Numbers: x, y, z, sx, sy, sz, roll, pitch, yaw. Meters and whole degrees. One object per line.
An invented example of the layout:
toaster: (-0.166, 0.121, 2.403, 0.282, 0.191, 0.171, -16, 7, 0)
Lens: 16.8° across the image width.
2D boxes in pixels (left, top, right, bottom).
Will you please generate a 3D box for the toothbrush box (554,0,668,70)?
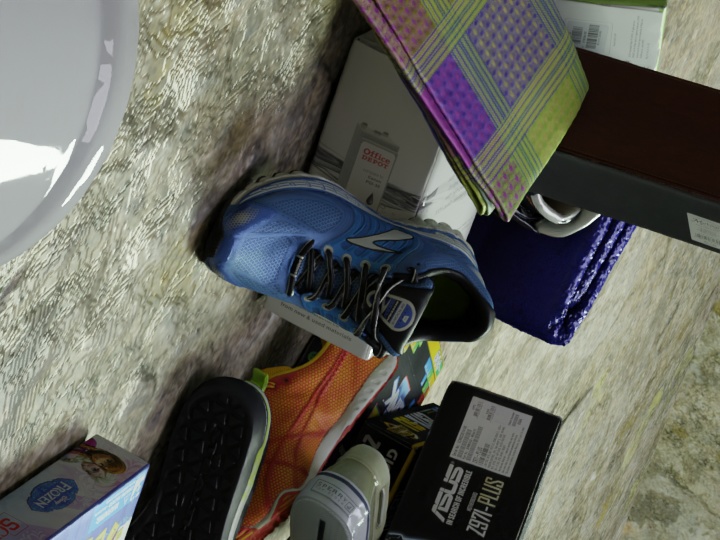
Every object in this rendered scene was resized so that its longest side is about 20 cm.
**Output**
toothbrush box: (0.168, -0.224, 1.639, 0.146, 0.086, 0.200, 86, 12, -64)

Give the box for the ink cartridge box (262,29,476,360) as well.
ink cartridge box: (0.028, -0.063, 1.572, 0.147, 0.083, 0.200, -35, 149, -61)

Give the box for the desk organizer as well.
desk organizer: (0.190, -0.074, 1.538, 0.077, 0.200, 0.072, -61, 155, -20)

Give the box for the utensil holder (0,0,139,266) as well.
utensil holder: (-0.180, -0.071, 0.672, 0.170, 0.170, 0.200, -66, 162, 12)

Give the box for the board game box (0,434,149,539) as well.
board game box: (-0.205, 0.212, 1.337, 0.200, 0.041, 0.200, -36, 150, -61)

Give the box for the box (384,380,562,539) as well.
box: (0.061, 0.207, 1.690, 0.164, 0.086, 0.200, 101, 10, -47)

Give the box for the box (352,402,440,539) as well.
box: (0.015, 0.184, 1.830, 0.160, 0.049, 0.200, -65, 165, 7)

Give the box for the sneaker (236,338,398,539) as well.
sneaker: (-0.054, 0.113, 1.629, 0.200, 0.077, 0.073, -55, 180, -28)

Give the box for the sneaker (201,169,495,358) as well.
sneaker: (0.000, 0.000, 1.444, 0.200, 0.089, 0.079, 11, 114, -32)

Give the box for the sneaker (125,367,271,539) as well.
sneaker: (-0.101, 0.158, 1.545, 0.200, 0.072, 0.083, -63, 169, 4)

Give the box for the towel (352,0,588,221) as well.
towel: (0.064, -0.146, 1.450, 0.200, 0.023, 0.144, 56, 51, -28)

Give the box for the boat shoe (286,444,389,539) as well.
boat shoe: (-0.015, 0.189, 1.622, 0.062, 0.072, 0.200, -43, 163, -31)

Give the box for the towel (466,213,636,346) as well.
towel: (0.118, -0.039, 1.741, 0.050, 0.200, 0.148, 24, 94, -37)

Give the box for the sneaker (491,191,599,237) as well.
sneaker: (0.107, -0.068, 1.660, 0.078, 0.200, 0.079, 38, 56, -36)

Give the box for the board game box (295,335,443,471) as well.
board game box: (-0.005, 0.098, 1.805, 0.165, 0.057, 0.200, -60, 166, -14)
